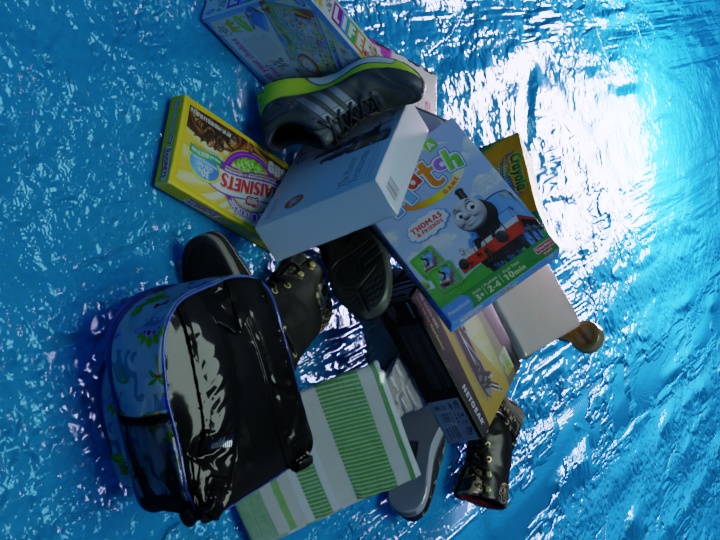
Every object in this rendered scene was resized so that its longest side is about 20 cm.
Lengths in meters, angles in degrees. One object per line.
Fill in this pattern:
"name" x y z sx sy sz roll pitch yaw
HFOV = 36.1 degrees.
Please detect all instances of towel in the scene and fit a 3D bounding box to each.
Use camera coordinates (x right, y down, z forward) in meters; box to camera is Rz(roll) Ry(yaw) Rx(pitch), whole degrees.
"towel" -0.048 0.195 1.180 0.023 0.200 0.153 -132 -158 -69

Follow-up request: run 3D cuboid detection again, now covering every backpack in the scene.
"backpack" -0.156 0.110 1.035 0.183 0.147 0.200 -21 103 -53

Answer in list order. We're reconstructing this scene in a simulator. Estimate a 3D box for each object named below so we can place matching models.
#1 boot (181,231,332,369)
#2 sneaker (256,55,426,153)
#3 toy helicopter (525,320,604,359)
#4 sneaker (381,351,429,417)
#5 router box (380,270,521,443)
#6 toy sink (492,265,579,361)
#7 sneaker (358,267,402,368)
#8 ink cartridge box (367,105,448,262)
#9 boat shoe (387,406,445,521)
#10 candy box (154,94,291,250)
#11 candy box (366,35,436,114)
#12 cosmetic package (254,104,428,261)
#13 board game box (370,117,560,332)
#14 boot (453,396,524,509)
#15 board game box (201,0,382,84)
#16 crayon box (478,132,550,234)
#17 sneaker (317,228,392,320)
"boot" -0.105 0.024 1.191 0.200 0.073 0.151 64 35 -19
"sneaker" -0.022 -0.174 1.219 0.074 0.200 0.081 51 34 -51
"toy helicopter" 0.269 0.070 1.622 0.079 0.200 0.132 32 77 -50
"sneaker" 0.009 0.148 1.305 0.200 0.112 0.078 -29 100 -50
"router box" 0.110 0.080 1.325 0.200 0.052 0.157 61 36 -18
"toy sink" 0.193 0.061 1.516 0.200 0.112 0.130 -19 79 -57
"sneaker" 0.029 0.087 1.394 0.099 0.078 0.200 26 74 -15
"ink cartridge box" 0.074 -0.096 1.393 0.148 0.086 0.200 -55 143 -9
"boat shoe" 0.078 0.230 1.447 0.057 0.069 0.200 66 36 -57
"candy box" -0.140 -0.100 1.196 0.200 0.026 0.102 31 62 -50
"candy box" 0.024 -0.211 1.421 0.200 0.061 0.137 15 74 -54
"cosmetic package" -0.016 -0.102 1.205 0.052 0.151 0.200 56 28 -22
"board game box" 0.103 -0.054 1.244 0.200 0.151 0.037 53 -8 18
"boot" 0.163 0.242 1.548 0.200 0.073 0.151 40 55 -50
"board game box" -0.062 -0.246 1.233 0.200 0.134 0.034 43 48 -45
"crayon box" 0.188 -0.099 1.537 0.200 0.119 0.058 -92 156 -52
"sneaker" 0.000 0.000 1.285 0.114 0.076 0.199 55 2 -44
